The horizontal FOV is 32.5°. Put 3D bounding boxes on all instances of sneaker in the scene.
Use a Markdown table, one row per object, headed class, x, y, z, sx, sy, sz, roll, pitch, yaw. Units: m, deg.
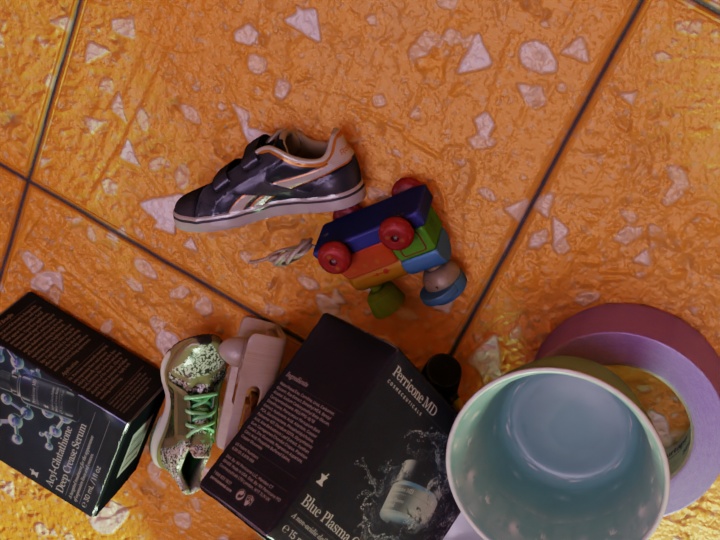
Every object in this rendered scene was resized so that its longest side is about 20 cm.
| class | x | y | z | sx | sy | sz | roll | pitch | yaw |
| --- | --- | --- | --- | --- | --- | --- | --- | --- | --- |
| sneaker | -0.174 | 0.158 | 1.331 | 0.089 | 0.076 | 0.202 | 53 | 140 | 44 |
| sneaker | -0.096 | -0.093 | 1.208 | 0.197 | 0.079 | 0.081 | -10 | 114 | 12 |

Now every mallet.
| class | x | y | z | sx | sy | sz | roll | pitch | yaw |
| --- | --- | --- | --- | --- | --- | --- | --- | --- | --- |
| mallet | 0.127 | 0.173 | 1.228 | 0.201 | 0.041 | 0.066 | 51 | 155 | 11 |

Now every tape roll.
| class | x | y | z | sx | sy | sz | roll | pitch | yaw |
| --- | --- | --- | --- | --- | --- | --- | --- | --- | --- |
| tape roll | 0.253 | 0.137 | 1.186 | 0.197 | 0.066 | 0.203 | 8 | 116 | 17 |

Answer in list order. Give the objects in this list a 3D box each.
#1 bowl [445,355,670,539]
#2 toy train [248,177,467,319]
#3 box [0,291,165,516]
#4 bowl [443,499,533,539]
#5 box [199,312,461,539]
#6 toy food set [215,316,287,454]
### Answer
| class | x | y | z | sx | sy | sz | roll | pitch | yaw |
| --- | --- | --- | --- | --- | --- | --- | --- | --- | --- |
| bowl | 0.185 | 0.158 | 1.122 | 0.197 | 0.105 | 0.204 | 7 | 114 | 17 |
| toy train | 0.000 | 0.000 | 1.217 | 0.198 | 0.085 | 0.116 | -21 | 118 | 27 |
| box | -0.336 | 0.148 | 1.387 | 0.198 | 0.107 | 0.150 | 29 | 120 | 7 |
| bowl | 0.101 | 0.296 | 1.222 | 0.198 | 0.204 | 0.090 | -8 | 153 | 23 |
| box | -0.006 | 0.186 | 1.145 | 0.117 | 0.201 | 0.197 | 21 | 160 | 48 |
| toy food set | -0.120 | 0.124 | 1.227 | 0.059 | 0.200 | 0.146 | 13 | 91 | -6 |
